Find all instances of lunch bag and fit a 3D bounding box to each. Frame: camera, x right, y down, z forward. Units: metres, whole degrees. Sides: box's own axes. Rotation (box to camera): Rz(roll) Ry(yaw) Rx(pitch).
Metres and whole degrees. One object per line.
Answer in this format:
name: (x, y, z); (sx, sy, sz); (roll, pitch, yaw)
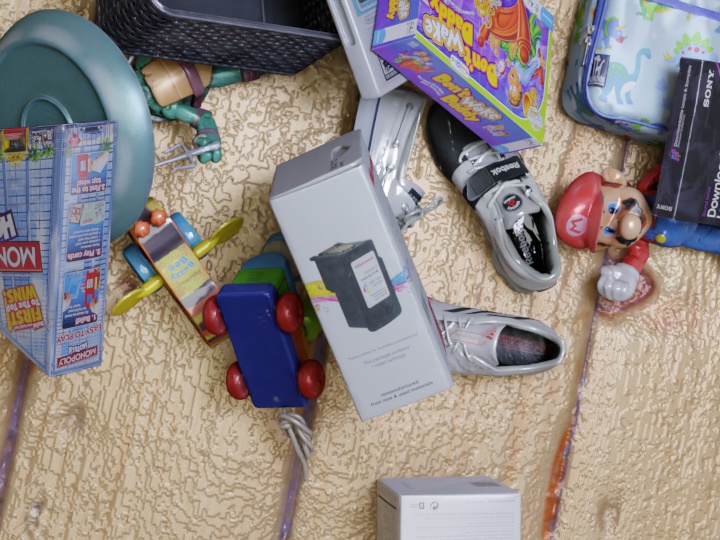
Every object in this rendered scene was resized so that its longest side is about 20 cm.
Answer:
lunch bag: (0.293, -0.195, 1.469); (0.200, 0.082, 0.161); (15, 84, -11)

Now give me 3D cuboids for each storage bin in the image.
storage bin: (-0.109, -0.247, 1.308); (0.200, 0.094, 0.135); (3, 75, -34)

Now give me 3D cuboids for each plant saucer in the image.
plant saucer: (-0.251, -0.115, 1.317); (0.027, 0.200, 0.200); (-25, 96, -49)

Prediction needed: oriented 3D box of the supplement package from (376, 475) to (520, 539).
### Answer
supplement package: (0.076, 0.289, 1.408); (0.109, 0.114, 0.200); (0, 91, -10)

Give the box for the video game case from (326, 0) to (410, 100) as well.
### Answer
video game case: (0.028, -0.259, 1.345); (0.200, 0.024, 0.182); (-38, 111, -50)

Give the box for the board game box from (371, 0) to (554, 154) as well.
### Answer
board game box: (0.092, -0.204, 1.359); (0.200, 0.045, 0.135); (32, 57, -46)

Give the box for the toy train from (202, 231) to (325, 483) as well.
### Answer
toy train: (-0.060, 0.073, 1.394); (0.085, 0.116, 0.200); (-2, 124, 22)

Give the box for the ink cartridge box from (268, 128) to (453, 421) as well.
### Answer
ink cartridge box: (0.000, 0.000, 1.308); (0.083, 0.146, 0.200); (-21, 104, 5)

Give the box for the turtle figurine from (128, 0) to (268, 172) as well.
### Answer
turtle figurine: (-0.152, -0.174, 1.374); (0.200, 0.101, 0.150); (-36, 111, -24)

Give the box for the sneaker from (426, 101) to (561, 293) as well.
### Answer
sneaker: (0.130, -0.073, 1.434); (0.074, 0.089, 0.200); (-31, 94, -8)

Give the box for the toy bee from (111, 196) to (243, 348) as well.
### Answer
toy bee: (-0.175, -0.015, 1.364); (0.200, 0.109, 0.131); (33, 85, -10)

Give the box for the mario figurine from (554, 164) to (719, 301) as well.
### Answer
mario figurine: (0.274, -0.041, 1.447); (0.200, 0.106, 0.124); (1, 69, -16)

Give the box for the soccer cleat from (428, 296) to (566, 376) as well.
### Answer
soccer cleat: (0.088, 0.061, 1.425); (0.200, 0.085, 0.069); (8, 89, -11)

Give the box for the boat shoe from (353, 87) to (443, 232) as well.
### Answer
boat shoe: (0.030, -0.064, 1.418); (0.086, 0.075, 0.202); (9, 81, 6)

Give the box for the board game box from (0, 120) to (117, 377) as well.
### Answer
board game box: (-0.277, -0.017, 1.299); (0.062, 0.200, 0.200); (-12, 99, -51)

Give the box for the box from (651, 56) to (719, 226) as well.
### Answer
box: (0.359, -0.106, 1.427); (0.200, 0.036, 0.143); (6, 96, -28)
